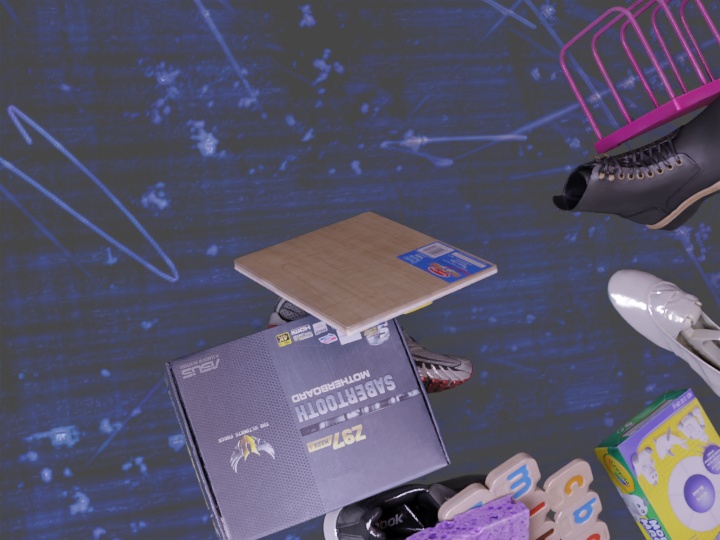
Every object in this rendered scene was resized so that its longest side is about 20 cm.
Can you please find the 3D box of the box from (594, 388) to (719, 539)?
[{"bbox_3d":[0.335,0.235,1.162,0.117,0.048,0.200,-32,93,-26],"label":"box"}]

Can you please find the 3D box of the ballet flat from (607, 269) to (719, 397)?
[{"bbox_3d":[0.348,0.062,1.196,0.200,0.069,0.069,40,66,-10],"label":"ballet flat"}]

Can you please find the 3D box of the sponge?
[{"bbox_3d":[0.093,0.297,0.991,0.111,0.030,0.200,-16,119,-24],"label":"sponge"}]

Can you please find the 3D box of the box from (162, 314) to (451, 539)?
[{"bbox_3d":[-0.045,0.122,0.947,0.200,0.051,0.158,-17,80,-16],"label":"box"}]

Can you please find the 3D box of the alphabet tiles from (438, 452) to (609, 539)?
[{"bbox_3d":[0.135,0.257,1.024,0.195,0.015,0.200,-31,123,-15],"label":"alphabet tiles"}]

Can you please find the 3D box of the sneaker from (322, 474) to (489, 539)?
[{"bbox_3d":[0.072,0.220,1.023,0.200,0.090,0.067,-3,78,-24],"label":"sneaker"}]

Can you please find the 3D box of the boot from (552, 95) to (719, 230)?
[{"bbox_3d":[0.295,-0.111,1.142,0.138,0.200,0.078,5,50,-20],"label":"boot"}]

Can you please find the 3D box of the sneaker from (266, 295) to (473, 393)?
[{"bbox_3d":[0.015,0.061,1.043,0.200,0.078,0.082,20,70,-19],"label":"sneaker"}]

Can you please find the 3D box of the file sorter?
[{"bbox_3d":[0.336,-0.232,1.219,0.200,0.139,0.126,-25,87,-26],"label":"file sorter"}]

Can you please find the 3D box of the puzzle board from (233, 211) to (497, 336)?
[{"bbox_3d":[0.000,0.000,0.996,0.151,0.200,0.017,-21,117,-27],"label":"puzzle board"}]
